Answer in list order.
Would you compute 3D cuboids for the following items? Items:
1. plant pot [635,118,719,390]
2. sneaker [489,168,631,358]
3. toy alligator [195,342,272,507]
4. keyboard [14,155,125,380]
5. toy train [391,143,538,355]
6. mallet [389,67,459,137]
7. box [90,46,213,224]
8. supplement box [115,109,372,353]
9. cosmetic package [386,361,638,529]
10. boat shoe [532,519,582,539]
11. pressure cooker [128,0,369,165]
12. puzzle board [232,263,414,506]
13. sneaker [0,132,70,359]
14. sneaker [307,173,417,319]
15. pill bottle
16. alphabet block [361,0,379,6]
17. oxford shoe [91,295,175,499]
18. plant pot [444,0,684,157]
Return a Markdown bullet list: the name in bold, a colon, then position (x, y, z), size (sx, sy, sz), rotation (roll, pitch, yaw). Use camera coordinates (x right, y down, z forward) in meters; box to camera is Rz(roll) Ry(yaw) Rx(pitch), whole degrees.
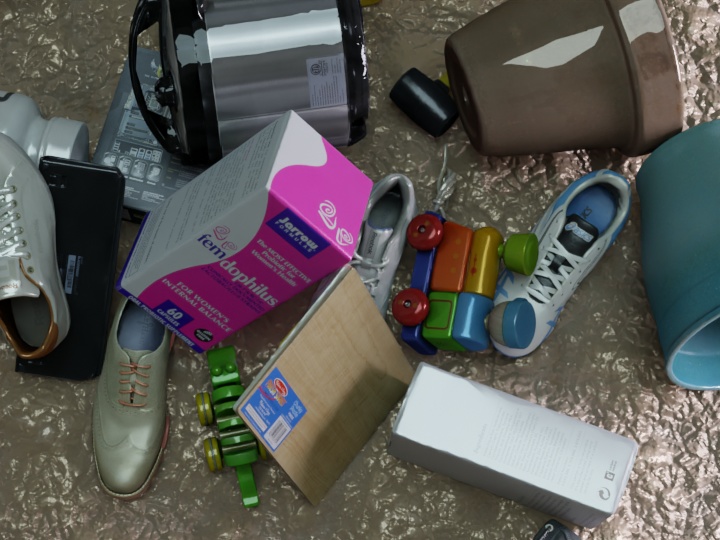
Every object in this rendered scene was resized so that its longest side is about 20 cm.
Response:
- **plant pot**: position (0.332, -0.023, 1.376), size (0.199, 0.200, 0.188), rotation (-14, 62, -6)
- **sneaker**: position (0.178, -0.011, 1.421), size (0.072, 0.072, 0.200), rotation (33, 76, 6)
- **toy alligator**: position (-0.117, 0.109, 1.384), size (0.059, 0.054, 0.201), rotation (-11, 74, -5)
- **keyboard**: position (-0.280, -0.003, 1.382), size (0.127, 0.021, 0.201), rotation (9, 104, -5)
- **toy train**: position (0.107, -0.023, 1.396), size (0.115, 0.085, 0.201), rotation (3, 71, 26)
- **mallet**: position (0.104, -0.218, 1.501), size (0.066, 0.041, 0.200), rotation (34, 71, 5)
- **box**: position (-0.140, -0.109, 1.450), size (0.199, 0.051, 0.158), rotation (14, 73, 3)
- **supplement box**: position (-0.098, -0.030, 1.320), size (0.101, 0.200, 0.104), rotation (40, 39, -23)
- **cosmetic package**: position (0.128, 0.153, 1.356), size (0.200, 0.102, 0.074), rotation (22, 73, 3)
- **boat shoe**: position (0.116, 0.293, 1.336), size (0.200, 0.069, 0.057), rotation (-39, 59, -14)
- **pressure cooker**: position (-0.100, -0.184, 1.355), size (0.199, 0.179, 0.176), rotation (-9, 77, -6)
- **puzzle board**: position (-0.028, 0.100, 1.322), size (0.017, 0.200, 0.151), rotation (30, 73, 32)
- **sneaker**: position (-0.293, -0.020, 1.324), size (0.073, 0.085, 0.201), rotation (-16, 104, 4)
- **sneaker**: position (0.000, 0.000, 1.404), size (0.074, 0.087, 0.201), rotation (15, 75, 1)
- **pill bottle**: position (-0.352, -0.111, 1.413), size (0.199, 0.111, 0.111), rotation (10, 73, 2)
- **alphabet block**: position (-0.088, -0.360, 1.456), size (0.196, 0.195, 0.201), rotation (-13, 73, -4)
- **oxford shoe**: position (-0.202, 0.098, 1.374), size (0.071, 0.074, 0.201), rotation (3, 73, -1)
- **plant pot**: position (0.174, -0.180, 1.407), size (0.174, 0.200, 0.201), rotation (-18, 75, -5)
